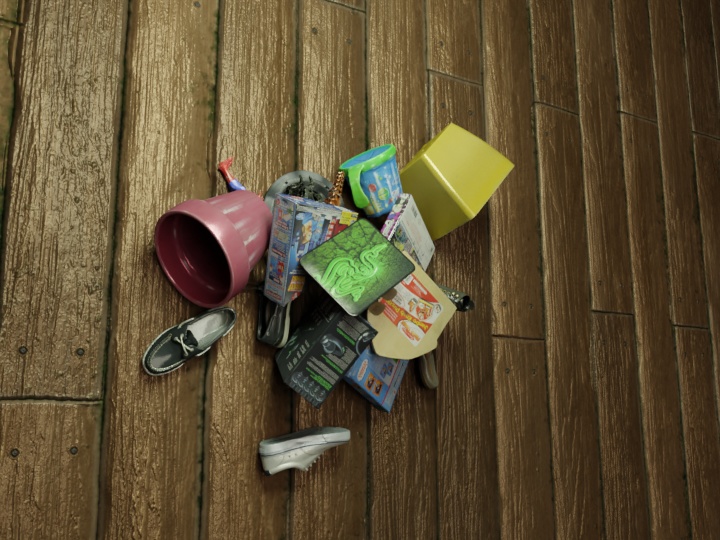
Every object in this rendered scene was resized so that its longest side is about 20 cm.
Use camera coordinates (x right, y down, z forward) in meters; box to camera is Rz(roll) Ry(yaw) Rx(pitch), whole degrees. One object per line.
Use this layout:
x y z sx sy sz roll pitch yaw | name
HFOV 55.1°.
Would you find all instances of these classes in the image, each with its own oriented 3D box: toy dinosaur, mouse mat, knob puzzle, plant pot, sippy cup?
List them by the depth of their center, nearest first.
-0.263 -0.060 1.318 0.202 0.198 0.179 57 44 -10 | plant pot
-0.003 -0.012 1.332 0.161 0.008 0.199 43 53 15 | mouse mat
-0.098 -0.123 1.445 0.136 0.101 0.203 43 51 -31 | toy dinosaur
0.087 0.095 1.446 0.214 0.030 0.226 2 85 -24 | knob puzzle
0.035 -0.196 1.557 0.176 0.139 0.133 -30 108 -22 | sippy cup
0.205 -0.220 1.630 0.177 0.199 0.200 47 61 -7 | plant pot

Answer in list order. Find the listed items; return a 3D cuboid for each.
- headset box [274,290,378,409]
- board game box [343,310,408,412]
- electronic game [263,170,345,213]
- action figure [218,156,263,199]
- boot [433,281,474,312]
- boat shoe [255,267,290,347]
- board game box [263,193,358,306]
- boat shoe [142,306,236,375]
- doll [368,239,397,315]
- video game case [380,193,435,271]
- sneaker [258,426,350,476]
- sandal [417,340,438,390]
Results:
-0.077 0.151 1.361 0.092 0.174 0.201 39 88 -17 | headset box
0.036 0.195 1.483 0.200 0.036 0.154 50 57 -48 | board game box
-0.120 -0.114 1.491 0.195 0.041 0.206 2 85 -25 | electronic game
-0.225 -0.133 1.416 0.051 0.065 0.204 -27 95 -18 | action figure
0.156 0.049 1.521 0.198 0.136 0.080 2 103 -55 | boot
-0.183 0.052 1.405 0.065 0.074 0.205 8 85 -40 | boat shoe
-0.110 -0.035 1.358 0.198 0.061 0.204 4 108 -54 | board game box
-0.323 0.127 1.312 0.199 0.060 0.076 -41 103 -30 | boat shoe
0.000 0.000 1.409 0.048 0.137 0.202 19 29 -40 | doll
0.096 -0.039 1.557 0.184 0.035 0.201 -63 145 -23 | video game case
-0.112 0.366 1.403 0.195 0.073 0.073 -6 93 -23 | sneaker
0.154 0.173 1.585 0.081 0.053 0.205 -13 89 -64 | sandal
